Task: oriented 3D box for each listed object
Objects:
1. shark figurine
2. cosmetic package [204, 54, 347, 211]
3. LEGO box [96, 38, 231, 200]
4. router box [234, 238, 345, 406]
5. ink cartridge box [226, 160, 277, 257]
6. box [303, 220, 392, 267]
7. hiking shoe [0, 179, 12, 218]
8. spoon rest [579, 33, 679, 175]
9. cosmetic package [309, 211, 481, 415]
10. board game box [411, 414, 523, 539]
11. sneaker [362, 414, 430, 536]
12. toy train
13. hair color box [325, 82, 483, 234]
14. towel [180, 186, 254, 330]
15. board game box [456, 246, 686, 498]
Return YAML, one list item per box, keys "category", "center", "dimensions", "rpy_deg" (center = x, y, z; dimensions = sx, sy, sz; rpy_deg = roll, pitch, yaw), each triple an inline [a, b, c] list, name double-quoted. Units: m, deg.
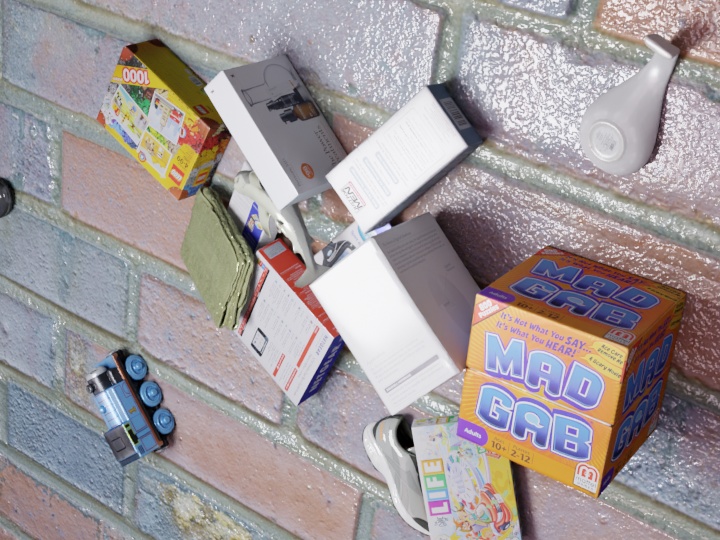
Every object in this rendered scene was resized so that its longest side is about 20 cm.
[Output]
- category: "shark figurine"
  center: [-0.094, -0.084, 1.656]
  dimensions: [0.216, 0.089, 0.128]
  rpy_deg: [53, 157, 10]
- category: "cosmetic package"
  center: [-0.110, -0.197, 1.632]
  dimensions: [0.051, 0.150, 0.202]
  rpy_deg: [-34, 86, 39]
- category: "LEGO box"
  center: [-0.301, -0.236, 1.805]
  dimensions: [0.200, 0.077, 0.150]
  rpy_deg: [43, 127, 16]
- category: "router box"
  center: [-0.110, 0.082, 1.771]
  dimensions: [0.180, 0.049, 0.201]
  rpy_deg: [48, 141, 15]
- category: "ink cartridge box"
  center: [-0.173, -0.062, 1.790]
  dimensions: [0.095, 0.037, 0.202]
  rpy_deg: [48, 128, 31]
- category: "box"
  center: [0.000, 0.000, 1.699]
  dimensions: [0.199, 0.041, 0.120]
  rpy_deg: [-38, 84, 37]
- category: "hiking shoe"
  center: [-0.727, -0.119, 2.148]
  dimensions: [0.198, 0.100, 0.077]
  rpy_deg: [-7, 104, 38]
- category: "spoon rest"
  center: [0.326, -0.197, 1.381]
  dimensions: [0.099, 0.060, 0.201]
  rpy_deg: [42, 140, 18]
- category: "cosmetic package"
  center: [0.067, 0.051, 1.526]
  dimensions: [0.122, 0.199, 0.202]
  rpy_deg: [-34, 85, 28]
- category: "board game box"
  center: [0.155, 0.306, 1.669]
  dimensions: [0.132, 0.034, 0.203]
  rpy_deg: [-8, 104, 12]
- category: "sneaker"
  center: [0.080, 0.308, 1.737]
  dimensions: [0.079, 0.074, 0.202]
  rpy_deg: [-34, 86, 33]
- category: "toy train"
  center: [-0.409, 0.239, 2.041]
  dimensions: [0.086, 0.114, 0.202]
  rpy_deg: [-26, 91, 39]
- category: "hair color box"
  center: [0.057, -0.150, 1.565]
  dimensions: [0.199, 0.060, 0.100]
  rpy_deg: [-39, 82, 28]
- category: "towel"
  center: [-0.220, -0.019, 1.793]
  dimensions: [0.201, 0.036, 0.150]
  rpy_deg: [54, 134, 38]
- category: "board game box"
  center: [0.261, 0.118, 1.446]
  dimensions: [0.198, 0.199, 0.203]
  rpy_deg: [20, 118, 28]
